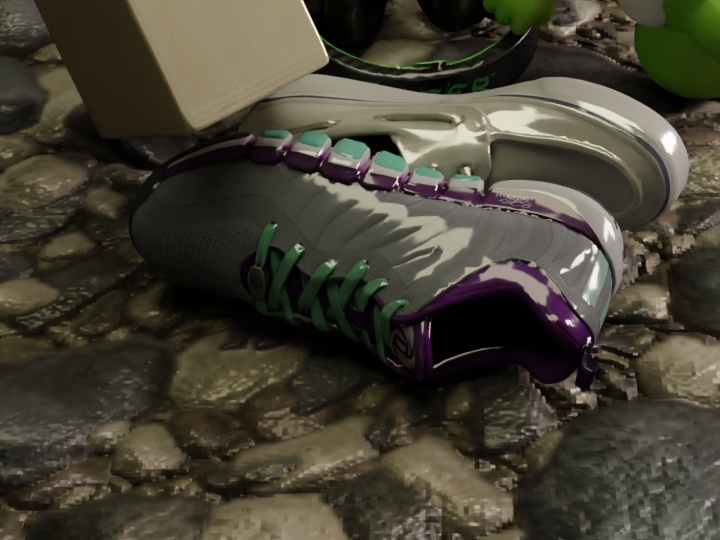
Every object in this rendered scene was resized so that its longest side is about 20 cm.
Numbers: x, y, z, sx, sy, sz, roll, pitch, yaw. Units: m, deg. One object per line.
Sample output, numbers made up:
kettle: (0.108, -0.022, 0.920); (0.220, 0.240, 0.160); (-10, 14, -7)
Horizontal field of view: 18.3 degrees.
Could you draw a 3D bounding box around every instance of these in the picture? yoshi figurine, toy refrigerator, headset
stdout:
yoshi figurine: (0.120, -0.149, 1.038); (0.200, 0.113, 0.112); (47, 22, 28)
toy refrigerator: (-0.078, -0.105, 0.941); (0.070, 0.076, 0.200); (-28, 9, -13)
headset: (0.019, -0.160, 1.089); (0.122, 0.094, 0.201); (-6, 44, -6)

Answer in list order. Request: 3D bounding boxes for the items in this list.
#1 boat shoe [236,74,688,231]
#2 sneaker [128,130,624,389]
boat shoe: (0.033, -0.040, 0.922); (0.199, 0.072, 0.066); (11, 39, 22)
sneaker: (0.000, 0.000, 0.861); (0.198, 0.075, 0.088); (4, 38, 10)
